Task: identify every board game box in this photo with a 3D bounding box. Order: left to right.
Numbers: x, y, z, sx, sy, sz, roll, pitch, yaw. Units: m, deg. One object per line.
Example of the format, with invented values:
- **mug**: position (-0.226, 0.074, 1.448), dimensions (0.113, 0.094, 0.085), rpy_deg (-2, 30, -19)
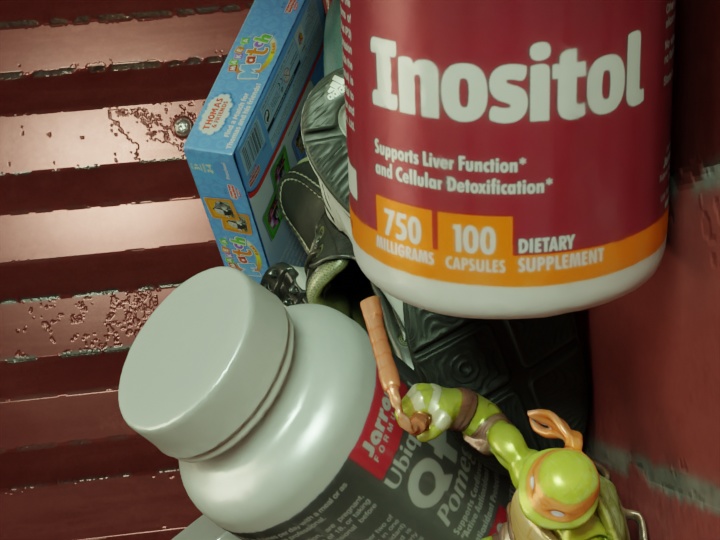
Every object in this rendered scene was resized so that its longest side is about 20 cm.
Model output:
- **board game box**: position (-0.047, -0.062, 0.952), dimensions (0.201, 0.036, 0.152), rpy_deg (75, -151, -50)

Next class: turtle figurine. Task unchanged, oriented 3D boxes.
- **turtle figurine**: position (0.073, 0.101, 0.606), dimensions (0.200, 0.064, 0.162), rpy_deg (46, 162, 25)

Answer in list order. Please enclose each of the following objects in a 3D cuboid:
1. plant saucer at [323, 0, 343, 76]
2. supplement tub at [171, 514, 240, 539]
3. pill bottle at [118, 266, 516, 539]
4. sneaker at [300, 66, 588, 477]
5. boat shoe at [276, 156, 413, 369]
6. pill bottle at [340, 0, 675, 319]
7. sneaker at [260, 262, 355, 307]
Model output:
- **plant saucer**: position (0.002, -0.088, 0.964), dimensions (0.200, 0.027, 0.202), rpy_deg (-5, -90, -83)
- **supplement tub**: position (-0.024, 0.219, 0.823), dimensions (0.201, 0.145, 0.145), rpy_deg (55, 175, -3)
- **pill bottle**: position (-0.013, 0.085, 0.700), dimensions (0.200, 0.110, 0.111), rpy_deg (39, -156, -34)
- **sneaker**: position (0.040, -0.001, 0.711), dimensions (0.202, 0.075, 0.115), rpy_deg (61, 179, -1)
- **boat shoe**: position (0.000, 0.001, 0.826), dimensions (0.201, 0.066, 0.072), rpy_deg (46, 146, 41)
- **pill bottle**: position (0.048, -0.095, 0.501), dimensions (0.113, 0.112, 0.202), rpy_deg (-110, 16, -67)
- **sneaker**: position (0.021, 0.071, 0.871), dimensions (0.201, 0.090, 0.067), rpy_deg (58, 140, 29)
